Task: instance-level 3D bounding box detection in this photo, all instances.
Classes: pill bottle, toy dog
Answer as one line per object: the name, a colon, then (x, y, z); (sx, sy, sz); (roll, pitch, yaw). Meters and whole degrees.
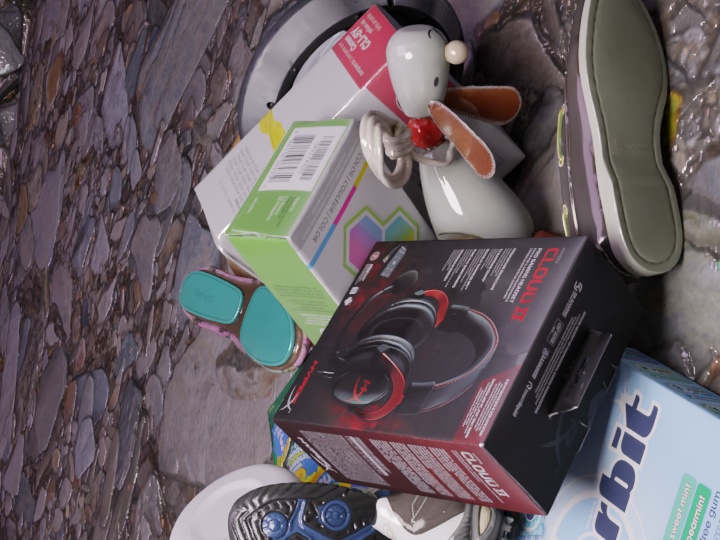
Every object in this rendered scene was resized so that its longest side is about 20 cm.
pill bottle: (-0.051, 0.249, 1.024); (0.112, 0.200, 0.113); (-23, 28, 13)
toy dog: (0.085, -0.067, 0.928); (0.096, 0.200, 0.132); (-8, 44, 24)

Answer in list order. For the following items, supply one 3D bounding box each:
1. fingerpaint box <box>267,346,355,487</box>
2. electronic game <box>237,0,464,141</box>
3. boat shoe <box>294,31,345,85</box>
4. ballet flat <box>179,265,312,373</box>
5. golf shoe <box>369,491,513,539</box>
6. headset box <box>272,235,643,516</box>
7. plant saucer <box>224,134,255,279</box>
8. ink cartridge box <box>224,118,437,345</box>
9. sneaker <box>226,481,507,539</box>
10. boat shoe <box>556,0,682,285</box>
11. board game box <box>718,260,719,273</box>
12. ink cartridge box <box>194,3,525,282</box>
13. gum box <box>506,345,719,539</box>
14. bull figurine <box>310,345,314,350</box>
fingerpaint box: (-0.001, 0.135, 1.105); (0.200, 0.073, 0.167); (-54, 35, 43)
electronic game: (-0.005, -0.141, 1.071); (0.042, 0.200, 0.200); (50, 127, 42)
boat shoe: (-0.037, -0.161, 1.293); (0.201, 0.070, 0.072); (-64, 26, 25)
ballet flat: (-0.082, 0.043, 1.174); (0.200, 0.071, 0.069); (20, 90, 52)
golf shoe: (0.058, 0.109, 0.915); (0.200, 0.094, 0.078); (-74, 0, -55)
headset box: (0.064, 0.058, 0.824); (0.200, 0.075, 0.149); (1, 52, 48)
plant saucer: (-0.079, -0.078, 1.237); (0.200, 0.035, 0.201); (-27, 55, 46)
ink cartridge box: (0.000, 0.000, 0.949); (0.059, 0.200, 0.104); (3, 53, 39)
sneaker: (0.004, 0.187, 0.940); (0.077, 0.199, 0.076); (150, 129, -73)
boat shoe: (0.154, -0.088, 0.866); (0.061, 0.072, 0.202); (-28, 59, 54)
board game box: (0.267, -0.077, 0.682); (0.200, 0.026, 0.201); (16, 95, 64)
ink cartridge box: (-0.003, -0.072, 1.021); (0.200, 0.145, 0.083); (-44, 37, 10)
gum box: (0.161, 0.144, 0.799); (0.200, 0.044, 0.170); (33, 111, 62)
bull figurine: (-0.028, -0.006, 1.226); (0.121, 0.065, 0.200); (-46, 46, 39)
